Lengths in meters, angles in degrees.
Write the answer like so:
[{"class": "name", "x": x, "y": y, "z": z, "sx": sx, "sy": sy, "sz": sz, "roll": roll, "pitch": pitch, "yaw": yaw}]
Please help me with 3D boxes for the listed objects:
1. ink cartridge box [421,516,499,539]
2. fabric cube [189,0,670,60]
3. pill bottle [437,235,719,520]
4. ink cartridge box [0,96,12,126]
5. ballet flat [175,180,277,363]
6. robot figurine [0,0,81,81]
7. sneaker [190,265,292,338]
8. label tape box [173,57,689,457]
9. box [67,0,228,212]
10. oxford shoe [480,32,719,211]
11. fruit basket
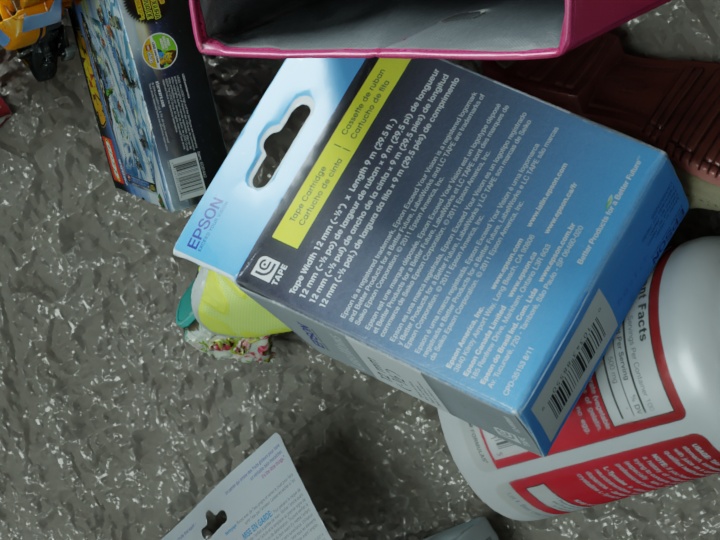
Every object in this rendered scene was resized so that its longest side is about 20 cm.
[{"class": "ink cartridge box", "x": 0.037, "y": 0.236, "z": 1.541, "sx": 0.200, "sy": 0.047, "sz": 0.160, "roll": -28, "pitch": 91, "yaw": 52}, {"class": "fabric cube", "x": 0.047, "y": -0.212, "z": 1.270, "sx": 0.200, "sy": 0.199, "sz": 0.196, "roll": 4, "pitch": 108, "yaw": 31}, {"class": "pill bottle", "x": 0.145, "y": 0.048, "z": 1.352, "sx": 0.200, "sy": 0.112, "sz": 0.112, "roll": -18, "pitch": 96, "yaw": 35}, {"class": "ink cartridge box", "x": -0.318, "y": -0.124, "z": 1.601, "sx": 0.144, "sy": 0.084, "sz": 0.200, "roll": -38, "pitch": 86, "yaw": 36}, {"class": "ballet flat", "x": -0.028, "y": -0.022, "z": 1.475, "sx": 0.064, "sy": 0.076, "sz": 0.200, "roll": 28, "pitch": 130, "yaw": -15}, {"class": "robot figurine", "x": -0.189, "y": -0.175, "z": 1.460, "sx": 0.200, "sy": 0.058, "sz": 0.145, "roll": 156, "pitch": 98, "yaw": -75}, {"class": "sneaker", "x": 0.000, "y": 0.000, "z": 1.392, "sx": 0.200, "sy": 0.076, "sz": 0.075, "roll": -16, "pitch": 128, "yaw": 25}, {"class": "label tape box", "x": 0.033, "y": -0.020, "z": 1.317, "sx": 0.200, "sy": 0.066, "sz": 0.143, "roll": 24, "pitch": 77, "yaw": 28}, {"class": "box", "x": -0.122, "y": -0.136, "z": 1.453, "sx": 0.137, "sy": 0.040, "sz": 0.200, "roll": -158, "pitch": 52, "yaw": -70}, {"class": "oxford shoe", "x": 0.151, "y": -0.059, "z": 1.351, "sx": 0.200, "sy": 0.070, "sz": 0.075, "roll": 26, "pitch": 141, "yaw": 26}, {"class": "fruit basket", "x": -0.035, "y": 0.210, "z": 1.516, "sx": 0.185, "sy": 0.094, "sz": 0.200, "roll": -46, "pitch": 63, "yaw": 50}]
